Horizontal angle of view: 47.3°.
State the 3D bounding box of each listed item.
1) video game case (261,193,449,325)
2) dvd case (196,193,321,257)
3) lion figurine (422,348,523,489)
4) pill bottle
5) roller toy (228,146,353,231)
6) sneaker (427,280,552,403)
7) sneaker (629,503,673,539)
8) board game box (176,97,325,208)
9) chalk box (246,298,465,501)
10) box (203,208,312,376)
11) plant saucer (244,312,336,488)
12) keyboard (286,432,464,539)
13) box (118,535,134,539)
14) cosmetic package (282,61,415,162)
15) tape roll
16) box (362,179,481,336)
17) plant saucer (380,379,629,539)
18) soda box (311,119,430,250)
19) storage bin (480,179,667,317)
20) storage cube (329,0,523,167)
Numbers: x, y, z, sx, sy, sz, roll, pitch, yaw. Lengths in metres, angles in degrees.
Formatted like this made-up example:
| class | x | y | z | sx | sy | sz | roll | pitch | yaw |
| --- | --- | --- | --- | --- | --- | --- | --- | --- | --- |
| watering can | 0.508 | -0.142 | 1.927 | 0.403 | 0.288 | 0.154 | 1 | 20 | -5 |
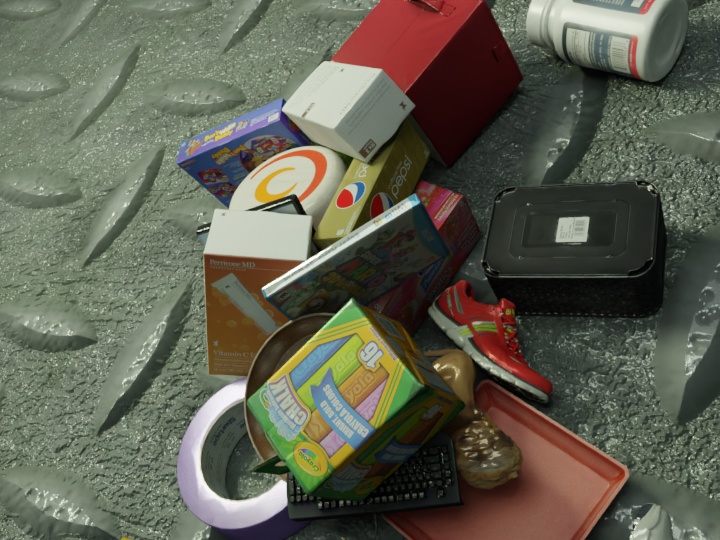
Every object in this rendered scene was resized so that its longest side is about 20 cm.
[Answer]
| class | x | y | z | sx | sy | sz | roll | pitch | yaw |
| --- | --- | --- | --- | --- | --- | --- | --- | --- | --- |
| video game case | 0.000 | 0.000 | 0.949 | 0.200 | 0.143 | 0.018 | -32 | 61 | 5 |
| dvd case | -0.109 | 0.001 | 1.095 | 0.142 | 0.200 | 0.018 | -17 | 34 | 15 |
| lion figurine | 0.103 | 0.149 | 0.911 | 0.122 | 0.072 | 0.200 | -26 | 55 | 26 |
| pill bottle | 0.344 | -0.346 | 1.166 | 0.200 | 0.120 | 0.120 | 27 | 72 | 37 |
| roller toy | -0.083 | -0.071 | 1.170 | 0.200 | 0.140 | 0.183 | -22 | 39 | 11 |
| sneaker | 0.160 | 0.076 | 0.977 | 0.085 | 0.077 | 0.200 | -47 | 50 | 1 |
| sneaker | 0.310 | 0.314 | 0.737 | 0.129 | 0.080 | 0.200 | -3 | 56 | 23 |
| board game box | -0.162 | -0.173 | 1.265 | 0.200 | 0.134 | 0.045 | -17 | 51 | 28 |
| chalk box | -0.019 | 0.150 | 0.834 | 0.200 | 0.125 | 0.124 | -45 | 60 | 8 |
| box | -0.129 | 0.033 | 1.047 | 0.124 | 0.200 | 0.098 | 4 | 37 | -2 |
| plant saucer | -0.039 | 0.150 | 0.938 | 0.200 | 0.034 | 0.201 | -4 | 80 | 24 |
| keyboard | 0.012 | 0.246 | 0.873 | 0.199 | 0.021 | 0.127 | -13 | 78 | 23 |
| box | -0.232 | 0.406 | 0.970 | 0.200 | 0.038 | 0.137 | 5 | 60 | 29 |
| cosmetic package | -0.021 | -0.218 | 1.105 | 0.102 | 0.074 | 0.200 | -50 | 28 | -4 |
| tape roll | -0.126 | 0.232 | 1.024 | 0.200 | 0.066 | 0.201 | -13 | 52 | 17 |
| box | 0.059 | -0.014 | 1.086 | 0.100 | 0.096 | 0.200 | 25 | 70 | 36 |
| plant saucer | 0.154 | 0.247 | 0.892 | 0.200 | 0.037 | 0.200 | 31 | 74 | 38 |
| soda box | 0.017 | -0.099 | 1.058 | 0.064 | 0.068 | 0.200 | -4 | 51 | 41 |
| storage bin | 0.260 | -0.025 | 0.996 | 0.199 | 0.094 | 0.136 | -1 | 57 | 27 |
| storage cube | 0.099 | -0.291 | 1.204 | 0.180 | 0.200 | 0.171 | -50 | 51 | -4 |
